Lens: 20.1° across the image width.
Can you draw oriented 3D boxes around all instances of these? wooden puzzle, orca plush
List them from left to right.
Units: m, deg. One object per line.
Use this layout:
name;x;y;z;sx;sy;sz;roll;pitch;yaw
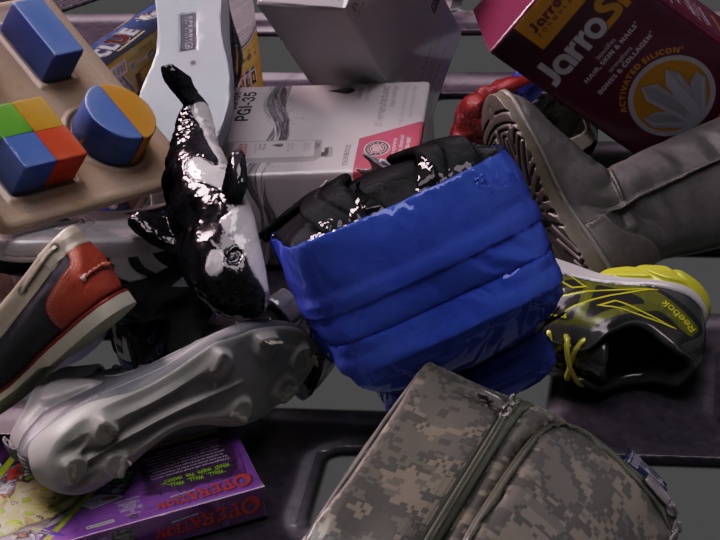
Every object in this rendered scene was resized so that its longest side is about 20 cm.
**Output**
wooden puzzle;-0.219;-0.117;1.356;0.185;0.046;0.200;49;35;19
orca plush;-0.115;-0.048;1.313;0.071;0.105;0.200;-5;62;-16

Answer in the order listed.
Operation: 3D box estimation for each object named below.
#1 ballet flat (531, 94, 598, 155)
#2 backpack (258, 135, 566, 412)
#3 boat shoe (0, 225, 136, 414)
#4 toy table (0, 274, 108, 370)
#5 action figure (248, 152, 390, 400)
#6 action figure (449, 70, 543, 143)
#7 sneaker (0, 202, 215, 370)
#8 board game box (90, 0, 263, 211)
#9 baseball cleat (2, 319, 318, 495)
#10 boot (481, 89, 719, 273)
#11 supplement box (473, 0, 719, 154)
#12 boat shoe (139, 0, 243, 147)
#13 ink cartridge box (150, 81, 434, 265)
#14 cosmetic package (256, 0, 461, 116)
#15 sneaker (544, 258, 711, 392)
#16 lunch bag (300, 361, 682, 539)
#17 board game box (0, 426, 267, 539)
ballet flat;0.139;-0.081;1.519;0.072;0.072;0.200;6;32;18
backpack;0.046;0.006;1.217;0.162;0.168;0.200;-29;1;-4
boat shoe;-0.226;0.049;1.286;0.200;0.063;0.071;-38;-2;28
toy table;-0.250;-0.027;1.458;0.184;0.117;0.200;-22;34;-26
action figure;0.000;0.000;1.392;0.130;0.069;0.200;36;57;16
action figure;0.130;-0.144;1.633;0.052;0.065;0.200;42;61;15
sneaker;-0.166;0.019;1.361;0.200;0.112;0.073;-6;22;-44
board game box;-0.148;-0.146;1.618;0.035;0.136;0.200;13;35;28
baseball cleat;-0.129;0.071;1.273;0.200;0.070;0.106;-22;29;-30
boot;0.206;-0.079;1.457;0.200;0.182;0.073;-26;-6;-19
supplement box;0.198;-0.167;1.521;0.200;0.110;0.086;32;22;-22
boat shoe;-0.118;-0.134;1.506;0.071;0.091;0.200;-3;59;9
ink cartridge box;-0.048;-0.073;1.531;0.200;0.083;0.147;-1;32;8
cosmetic package;0.003;-0.198;1.592;0.081;0.200;0.113;9;69;24
sneaker;0.132;0.037;1.332;0.200;0.075;0.085;-3;32;5
lunch bag;0.066;0.165;1.085;0.168;0.139;0.200;25;41;13
board game box;-0.169;0.136;1.263;0.200;0.032;0.120;-14;29;-13
